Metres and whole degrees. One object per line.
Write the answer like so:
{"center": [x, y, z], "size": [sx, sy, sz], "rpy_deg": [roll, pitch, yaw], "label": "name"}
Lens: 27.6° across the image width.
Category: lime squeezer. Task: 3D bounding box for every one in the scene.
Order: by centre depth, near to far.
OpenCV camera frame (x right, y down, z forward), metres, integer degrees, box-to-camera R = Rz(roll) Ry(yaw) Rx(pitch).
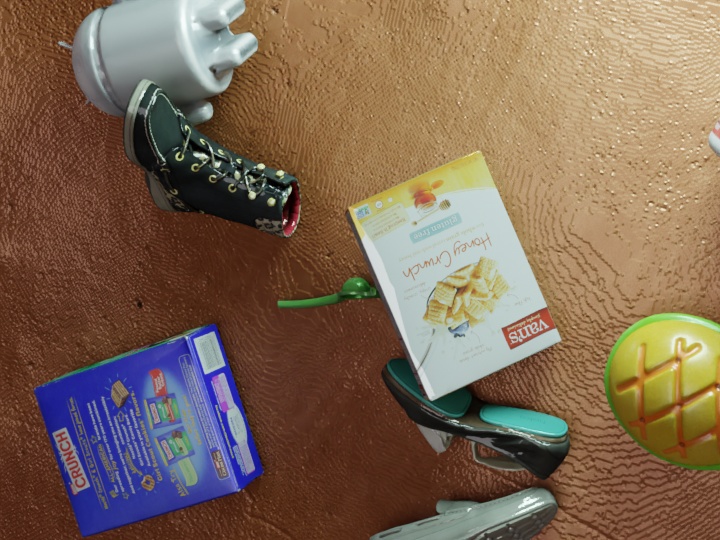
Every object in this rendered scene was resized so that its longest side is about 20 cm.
{"center": [0.000, 0.000, 1.464], "size": [0.200, 0.038, 0.071], "rpy_deg": [-41, 82, 21], "label": "lime squeezer"}

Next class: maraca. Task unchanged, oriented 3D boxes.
{"center": [0.315, 0.122, 1.326], "size": [0.199, 0.107, 0.138], "rpy_deg": [32, 113, 13], "label": "maraca"}

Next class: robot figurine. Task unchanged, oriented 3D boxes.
{"center": [-0.205, -0.219, 1.470], "size": [0.198, 0.113, 0.171], "rpy_deg": [-10, 107, 20], "label": "robot figurine"}

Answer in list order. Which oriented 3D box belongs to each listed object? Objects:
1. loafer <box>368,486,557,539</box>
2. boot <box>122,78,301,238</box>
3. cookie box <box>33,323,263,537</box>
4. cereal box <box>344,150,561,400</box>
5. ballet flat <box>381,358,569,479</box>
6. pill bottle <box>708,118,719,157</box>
{"center": [0.097, 0.253, 1.444], "size": [0.198, 0.070, 0.070], "rpy_deg": [-23, 53, 8], "label": "loafer"}
{"center": [-0.142, -0.106, 1.433], "size": [0.152, 0.204, 0.074], "rpy_deg": [16, 66, 14], "label": "boot"}
{"center": [-0.224, 0.169, 1.546], "size": [0.198, 0.075, 0.173], "rpy_deg": [-18, 91, 21], "label": "cookie box"}
{"center": [0.088, 0.006, 1.401], "size": [0.143, 0.040, 0.202], "rpy_deg": [-24, 88, -7], "label": "cereal box"}
{"center": [0.105, 0.153, 1.432], "size": [0.198, 0.068, 0.069], "rpy_deg": [22, 116, 16], "label": "ballet flat"}
{"center": [0.399, -0.160, 1.256], "size": [0.115, 0.116, 0.201], "rpy_deg": [36, 107, 12], "label": "pill bottle"}
